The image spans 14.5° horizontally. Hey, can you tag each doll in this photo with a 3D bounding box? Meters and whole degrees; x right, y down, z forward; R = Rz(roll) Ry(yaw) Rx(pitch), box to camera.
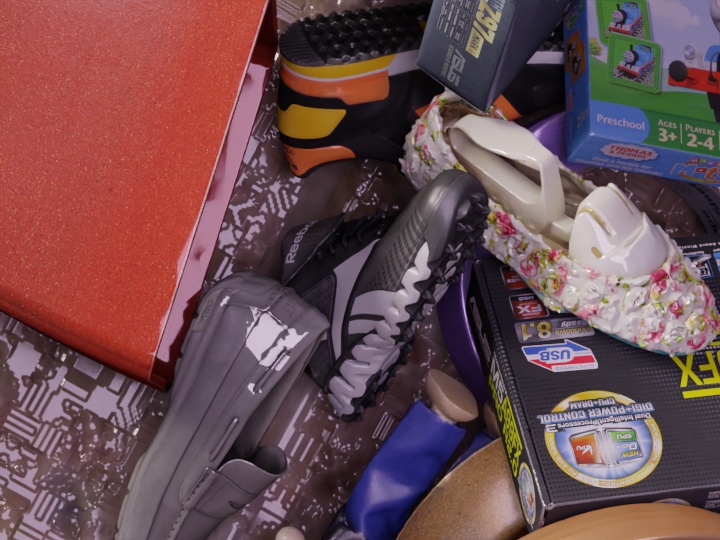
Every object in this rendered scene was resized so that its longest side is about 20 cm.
[{"bbox_3d":[0.017,0.155,1.506,0.136,0.048,0.200,28,106,-25],"label":"doll"}]

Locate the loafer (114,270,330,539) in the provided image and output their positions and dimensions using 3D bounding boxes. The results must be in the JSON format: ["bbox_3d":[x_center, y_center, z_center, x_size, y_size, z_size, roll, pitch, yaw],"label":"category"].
[{"bbox_3d":[-0.075,0.099,1.483,0.070,0.070,0.201,26,110,15],"label":"loafer"}]

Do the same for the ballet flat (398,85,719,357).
[{"bbox_3d":[0.101,-0.028,1.454,0.200,0.064,0.076,33,52,22],"label":"ballet flat"}]

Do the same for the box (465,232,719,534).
[{"bbox_3d":[0.168,0.058,1.461,0.199,0.044,0.161,-6,52,-10],"label":"box"}]

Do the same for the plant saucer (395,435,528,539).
[{"bbox_3d":[0.105,0.170,1.507,0.199,0.035,0.201,-13,123,-20],"label":"plant saucer"}]

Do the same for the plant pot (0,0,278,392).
[{"bbox_3d":[-0.155,-0.061,1.443,0.176,0.200,0.201,17,85,1],"label":"plant pot"}]

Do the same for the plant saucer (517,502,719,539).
[{"bbox_3d":[0.127,0.177,1.439,0.199,0.200,0.038,-6,54,-11],"label":"plant saucer"}]

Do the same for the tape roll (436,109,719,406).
[{"bbox_3d":[0.144,0.006,1.556,0.199,0.066,0.201,0,89,-12],"label":"tape roll"}]

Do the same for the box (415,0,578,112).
[{"bbox_3d":[0.102,-0.188,1.401,0.051,0.200,0.158,36,65,10],"label":"box"}]

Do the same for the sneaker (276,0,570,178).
[{"bbox_3d":[0.046,-0.095,1.548,0.199,0.070,0.090,-5,121,-21],"label":"sneaker"}]

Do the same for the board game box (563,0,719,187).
[{"bbox_3d":[0.184,-0.142,1.537,0.151,0.037,0.201,9,62,-17],"label":"board game box"}]

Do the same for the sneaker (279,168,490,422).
[{"bbox_3d":[0.000,0.000,1.476,0.090,0.200,0.066,39,53,6],"label":"sneaker"}]
